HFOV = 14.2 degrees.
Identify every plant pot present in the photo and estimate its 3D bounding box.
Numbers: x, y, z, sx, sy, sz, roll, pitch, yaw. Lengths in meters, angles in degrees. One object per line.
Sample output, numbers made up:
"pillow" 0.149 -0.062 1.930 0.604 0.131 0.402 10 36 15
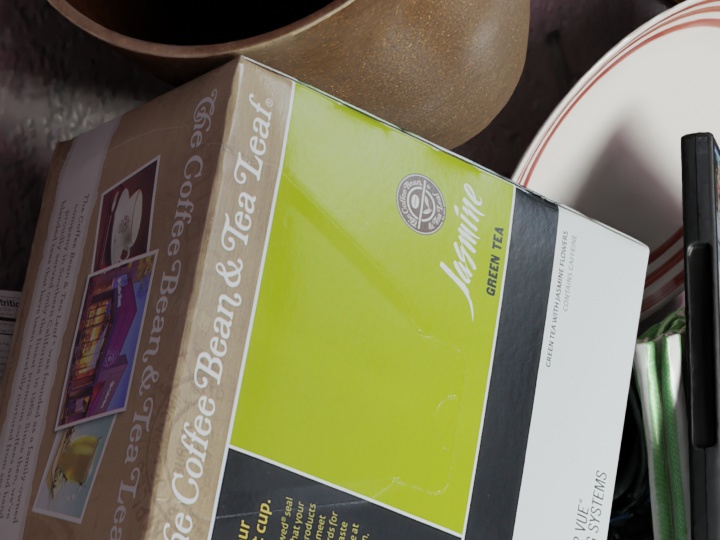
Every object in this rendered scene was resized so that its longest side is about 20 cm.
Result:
"plant pot" -0.011 -0.125 1.109 0.188 0.186 0.200 -68 153 -14

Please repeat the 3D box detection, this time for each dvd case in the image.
"dvd case" 0.166 0.056 1.301 0.143 0.017 0.201 50 38 -63

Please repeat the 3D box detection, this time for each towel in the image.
"towel" 0.157 0.089 1.337 0.200 0.023 0.154 -24 108 -75

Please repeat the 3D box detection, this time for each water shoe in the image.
"water shoe" 0.104 0.092 1.313 0.079 0.071 0.201 -91 162 -56

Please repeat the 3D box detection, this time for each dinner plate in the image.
"dinner plate" 0.130 -0.049 1.329 0.199 0.024 0.201 -30 144 -25

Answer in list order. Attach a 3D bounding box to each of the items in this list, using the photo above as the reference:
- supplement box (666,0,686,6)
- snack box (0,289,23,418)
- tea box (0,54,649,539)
"supplement box" 0.172 -0.184 1.318 0.200 0.130 0.104 26 78 -46
"snack box" -0.092 0.050 1.099 0.199 0.024 0.072 8 66 -39
"tea box" -0.020 0.061 1.044 0.196 0.133 0.201 25 64 -31
